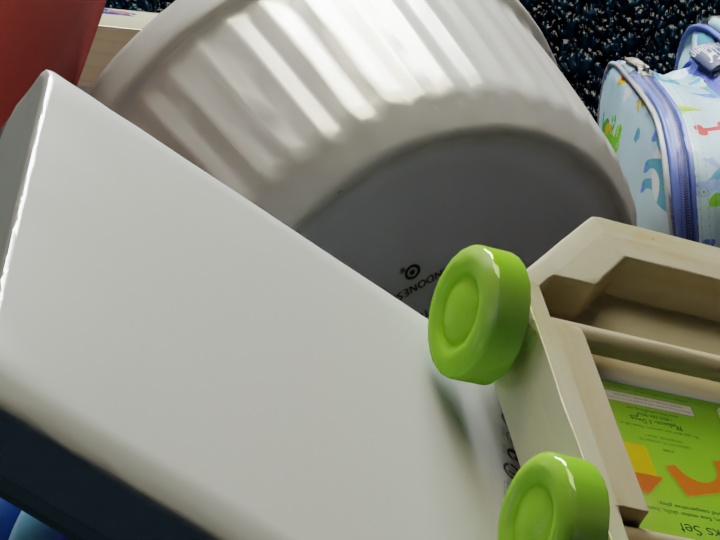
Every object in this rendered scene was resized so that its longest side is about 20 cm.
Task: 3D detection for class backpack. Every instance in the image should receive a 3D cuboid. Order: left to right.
[{"bbox_3d":[0.171,0.001,1.074,0.146,0.184,0.200,-4,17,-12],"label":"backpack"}]

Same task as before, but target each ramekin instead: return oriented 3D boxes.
[{"bbox_3d":[0.000,0.000,0.896,0.201,0.203,0.094,1,29,-33],"label":"ramekin"}]

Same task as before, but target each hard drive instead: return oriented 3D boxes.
[{"bbox_3d":[-0.002,0.046,0.629,0.199,0.026,0.132,33,28,-18],"label":"hard drive"}]

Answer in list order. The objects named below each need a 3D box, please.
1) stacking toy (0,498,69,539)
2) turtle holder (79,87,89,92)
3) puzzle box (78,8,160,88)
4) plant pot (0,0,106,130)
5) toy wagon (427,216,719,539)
[{"bbox_3d":[-0.096,0.075,0.705,0.199,0.086,0.085,4,5,38],"label":"stacking toy"},{"bbox_3d":[-0.095,-0.014,1.148,0.140,0.133,0.186,5,8,-2],"label":"turtle holder"},{"bbox_3d":[-0.103,-0.092,1.121,0.132,0.026,0.200,4,7,-16],"label":"puzzle box"},{"bbox_3d":[-0.172,-0.078,0.862,0.199,0.178,0.201,19,-33,13],"label":"plant pot"},{"bbox_3d":[0.100,0.066,0.645,0.154,0.040,0.201,13,38,-26],"label":"toy wagon"}]
